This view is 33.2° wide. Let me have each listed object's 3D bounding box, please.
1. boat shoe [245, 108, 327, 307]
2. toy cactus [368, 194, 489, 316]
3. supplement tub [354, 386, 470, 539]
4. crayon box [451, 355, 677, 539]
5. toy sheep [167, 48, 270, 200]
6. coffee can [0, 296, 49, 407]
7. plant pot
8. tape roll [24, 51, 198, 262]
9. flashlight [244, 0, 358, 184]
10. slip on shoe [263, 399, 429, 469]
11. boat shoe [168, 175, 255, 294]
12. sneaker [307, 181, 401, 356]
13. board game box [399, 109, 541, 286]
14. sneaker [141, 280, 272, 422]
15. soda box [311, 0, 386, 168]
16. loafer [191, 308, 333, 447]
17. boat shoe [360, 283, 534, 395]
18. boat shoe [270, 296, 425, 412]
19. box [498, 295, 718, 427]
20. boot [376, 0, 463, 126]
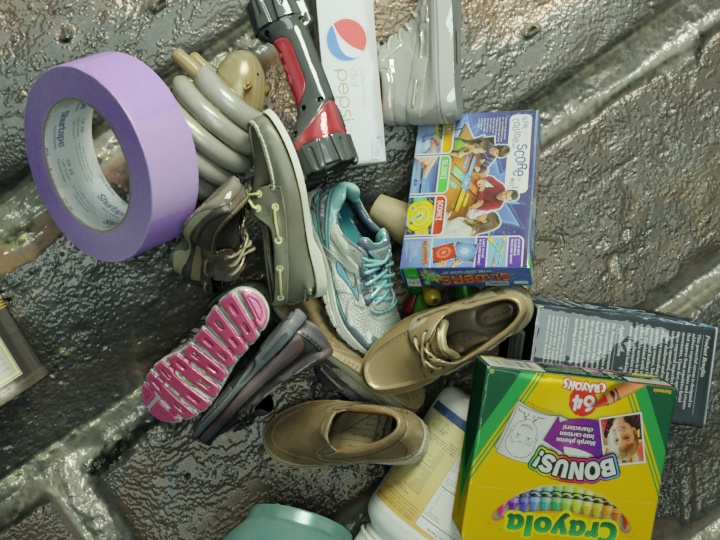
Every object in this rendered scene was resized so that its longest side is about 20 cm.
[{"bbox_3d":[-0.085,-0.060,1.230,0.059,0.072,0.205,-18,110,-14],"label":"boat shoe"},{"bbox_3d":[0.088,-0.033,1.324,0.164,0.102,0.202,30,93,12],"label":"toy cactus"},{"bbox_3d":[0.096,0.244,1.302,0.143,0.144,0.201,34,90,-7],"label":"supplement tub"},{"bbox_3d":[0.202,0.185,1.206,0.196,0.058,0.176,7,97,-8],"label":"crayon box"},{"bbox_3d":[-0.170,-0.144,1.263,0.137,0.138,0.201,38,103,-7],"label":"toy sheep"},{"bbox_3d":[-0.433,0.059,1.233,0.145,0.146,0.202,-31,96,-3],"label":"coffee can"},{"bbox_3d":[-0.079,0.331,1.280,0.197,0.201,0.136,20,64,-7],"label":"plant pot"},{"bbox_3d":[-0.254,-0.114,1.219,0.065,0.199,0.203,-27,97,-45],"label":"tape roll"},{"bbox_3d":[-0.066,-0.193,1.245,0.067,0.068,0.203,-16,80,-37],"label":"flashlight"},{"bbox_3d":[-0.025,0.172,1.281,0.197,0.060,0.077,1,69,31],"label":"slip on shoe"},{"bbox_3d":[-0.139,-0.032,1.234,0.073,0.200,0.075,42,66,-1],"label":"boat shoe"},{"bbox_3d":[0.000,0.000,1.286,0.077,0.086,0.202,-28,91,-45],"label":"sneaker"},{"bbox_3d":[0.118,-0.078,1.265,0.133,0.035,0.203,0,57,15],"label":"board game box"},{"bbox_3d":[-0.159,0.084,1.304,0.074,0.088,0.200,40,112,-3],"label":"sneaker"},{"bbox_3d":[-0.014,-0.213,1.301,0.063,0.068,0.204,-5,94,-5],"label":"soda box"},{"bbox_3d":[-0.106,0.128,1.282,0.063,0.072,0.200,39,116,-5],"label":"loafer"},{"bbox_3d":[0.081,0.070,1.233,0.198,0.064,0.072,-30,87,16],"label":"boat shoe"},{"bbox_3d":[-0.023,0.100,1.320,0.199,0.072,0.065,36,123,-3],"label":"boat shoe"},{"bbox_3d":[0.262,0.094,1.309,0.196,0.148,0.109,8,93,-7],"label":"box"},{"bbox_3d":[0.059,-0.255,1.306,0.094,0.074,0.204,-3,78,15],"label":"boot"}]
